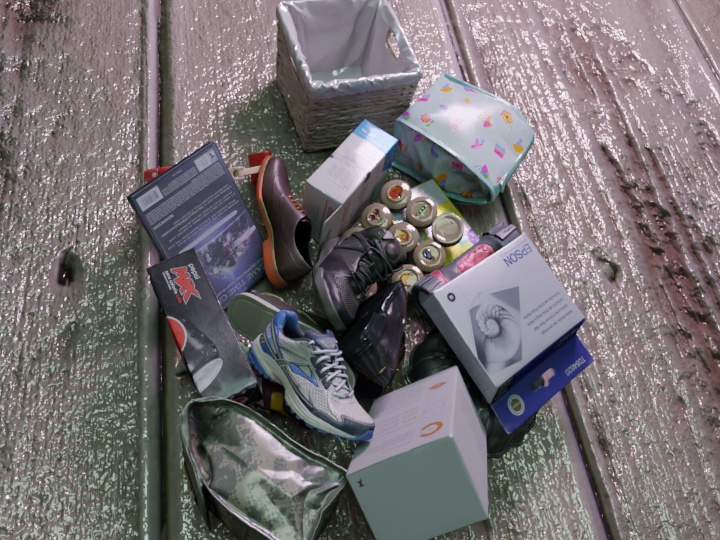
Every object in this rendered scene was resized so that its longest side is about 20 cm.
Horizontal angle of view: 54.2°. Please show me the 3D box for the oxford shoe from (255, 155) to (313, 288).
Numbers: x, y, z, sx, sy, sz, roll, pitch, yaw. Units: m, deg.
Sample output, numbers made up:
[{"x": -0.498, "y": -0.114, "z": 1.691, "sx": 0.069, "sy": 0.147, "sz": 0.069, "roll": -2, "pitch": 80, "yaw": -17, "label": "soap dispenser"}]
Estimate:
[{"x": -0.103, "y": -0.079, "z": 1.021, "sx": 0.071, "sy": 0.071, "sz": 0.205, "roll": -18, "pitch": 71, "yaw": 25, "label": "oxford shoe"}]

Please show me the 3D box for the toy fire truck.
[{"x": -0.211, "y": -0.137, "z": 1.023, "sx": 0.137, "sy": 0.200, "sz": 0.050, "roll": -6, "pitch": 101, "yaw": 11, "label": "toy fire truck"}]

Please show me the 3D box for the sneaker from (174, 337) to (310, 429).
[{"x": -0.144, "y": 0.157, "z": 0.900, "sx": 0.198, "sy": 0.075, "sz": 0.091, "roll": 34, "pitch": 70, "yaw": 14, "label": "sneaker"}]

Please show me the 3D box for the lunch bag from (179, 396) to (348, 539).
[{"x": -0.125, "y": 0.238, "z": 0.789, "sx": 0.197, "sy": 0.165, "sz": 0.118, "roll": 31, "pitch": 60, "yaw": 8, "label": "lunch bag"}]

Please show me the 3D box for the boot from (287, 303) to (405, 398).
[{"x": -0.031, "y": 0.094, "z": 0.973, "sx": 0.198, "sy": 0.076, "sz": 0.097, "roll": 33, "pitch": 34, "yaw": 17, "label": "boot"}]

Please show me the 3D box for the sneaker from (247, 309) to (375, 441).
[{"x": -0.052, "y": 0.114, "z": 0.805, "sx": 0.199, "sy": 0.086, "sz": 0.076, "roll": 37, "pitch": 12, "yaw": 32, "label": "sneaker"}]

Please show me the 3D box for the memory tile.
[{"x": 0.046, "y": -0.031, "z": 1.041, "sx": 0.152, "sy": 0.017, "sz": 0.201, "roll": 36, "pitch": 76, "yaw": 18, "label": "memory tile"}]

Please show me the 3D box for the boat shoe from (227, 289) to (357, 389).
[{"x": -0.079, "y": 0.089, "z": 0.905, "sx": 0.199, "sy": 0.073, "sz": 0.060, "roll": 34, "pitch": 18, "yaw": 17, "label": "boat shoe"}]

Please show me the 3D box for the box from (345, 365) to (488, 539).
[{"x": 0.072, "y": 0.207, "z": 0.804, "sx": 0.122, "sy": 0.200, "sz": 0.099, "roll": -24, "pitch": 97, "yaw": 14, "label": "box"}]

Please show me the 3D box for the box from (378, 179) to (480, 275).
[{"x": 0.121, "y": -0.038, "z": 1.086, "sx": 0.115, "sy": 0.049, "sz": 0.202, "roll": -24, "pitch": 64, "yaw": -24, "label": "box"}]

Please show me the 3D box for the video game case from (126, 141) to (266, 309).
[{"x": -0.208, "y": -0.049, "z": 0.957, "sx": 0.019, "sy": 0.203, "sz": 0.142, "roll": 9, "pitch": 41, "yaw": 47, "label": "video game case"}]

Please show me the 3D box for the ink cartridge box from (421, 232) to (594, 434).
[{"x": 0.207, "y": 0.076, "z": 0.931, "sx": 0.197, "sy": 0.041, "sz": 0.202, "roll": -29, "pitch": 81, "yaw": -32, "label": "ink cartridge box"}]

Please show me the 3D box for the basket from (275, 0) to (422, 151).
[{"x": -0.031, "y": -0.325, "z": 1.163, "sx": 0.195, "sy": 0.162, "sz": 0.202, "roll": -12, "pitch": 61, "yaw": -20, "label": "basket"}]

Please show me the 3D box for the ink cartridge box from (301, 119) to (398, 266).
[{"x": -0.030, "y": -0.117, "z": 1.060, "sx": 0.067, "sy": 0.117, "sz": 0.201, "roll": 32, "pitch": 57, "yaw": 10, "label": "ink cartridge box"}]

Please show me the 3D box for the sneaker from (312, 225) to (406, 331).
[{"x": 0.000, "y": 0.000, "z": 0.928, "sx": 0.112, "sy": 0.077, "sz": 0.200, "roll": -22, "pitch": 21, "yaw": 15, "label": "sneaker"}]

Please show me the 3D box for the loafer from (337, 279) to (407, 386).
[{"x": 0.028, "y": 0.078, "z": 0.918, "sx": 0.073, "sy": 0.072, "sz": 0.200, "roll": 52, "pitch": 30, "yaw": -9, "label": "loafer"}]

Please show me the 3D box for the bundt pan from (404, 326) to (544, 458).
[{"x": 0.164, "y": 0.146, "z": 0.963, "sx": 0.196, "sy": 0.076, "sz": 0.206, "roll": 6, "pitch": 58, "yaw": -9, "label": "bundt pan"}]

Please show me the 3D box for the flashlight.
[{"x": 0.157, "y": 0.000, "z": 1.003, "sx": 0.198, "sy": 0.068, "sz": 0.068, "roll": -33, "pitch": 76, "yaw": -27, "label": "flashlight"}]

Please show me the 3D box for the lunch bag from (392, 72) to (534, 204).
[{"x": 0.172, "y": -0.208, "z": 1.159, "sx": 0.198, "sy": 0.123, "sz": 0.171, "roll": 31, "pitch": 56, "yaw": 15, "label": "lunch bag"}]

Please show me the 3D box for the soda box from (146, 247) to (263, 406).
[{"x": -0.192, "y": 0.078, "z": 0.861, "sx": 0.070, "sy": 0.064, "sz": 0.202, "roll": -24, "pitch": 65, "yaw": -15, "label": "soda box"}]
